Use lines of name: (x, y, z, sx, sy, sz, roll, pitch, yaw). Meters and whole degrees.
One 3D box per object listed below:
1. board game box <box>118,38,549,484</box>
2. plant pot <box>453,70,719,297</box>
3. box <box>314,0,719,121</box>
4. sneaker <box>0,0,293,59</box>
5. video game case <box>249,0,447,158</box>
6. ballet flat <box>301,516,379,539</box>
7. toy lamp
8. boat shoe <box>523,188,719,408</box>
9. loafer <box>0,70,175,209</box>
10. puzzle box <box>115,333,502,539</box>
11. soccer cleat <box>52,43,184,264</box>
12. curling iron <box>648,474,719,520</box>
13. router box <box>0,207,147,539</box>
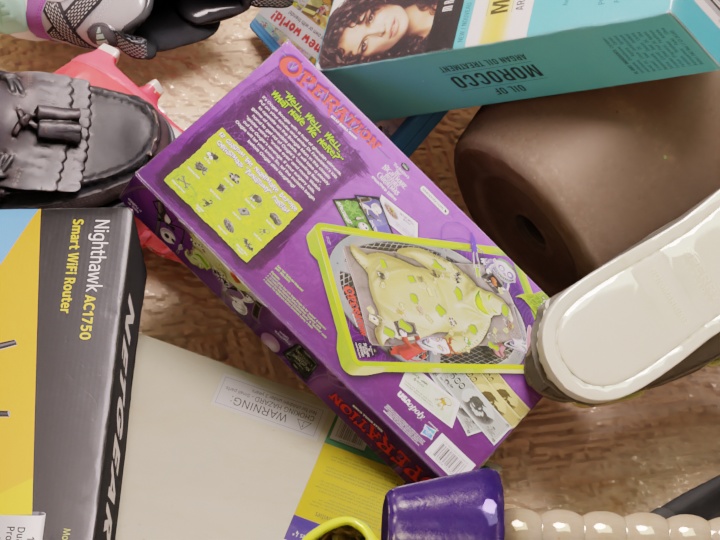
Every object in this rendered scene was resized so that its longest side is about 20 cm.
board game box: (0.000, 0.000, 1.185, 0.200, 0.032, 0.120, 45, 56, 2)
plant pot: (0.145, -0.066, 1.259, 0.174, 0.201, 0.200, -39, 65, -17)
box: (0.077, -0.126, 1.201, 0.199, 0.049, 0.083, -6, 59, 38)
sneaker: (-0.090, -0.170, 1.341, 0.139, 0.078, 0.200, 19, 51, 18)
video game case: (0.043, -0.160, 1.302, 0.018, 0.200, 0.143, 33, 11, -45)
ballet flat: (-0.049, 0.176, 1.043, 0.067, 0.067, 0.200, 30, 60, 12)
toy lamp: (0.108, 0.115, 1.120, 0.198, 0.058, 0.059, 3, 49, -3)
boat shoe: (0.162, 0.002, 1.177, 0.201, 0.060, 0.072, -26, 85, -15)
loafer: (-0.187, -0.059, 1.208, 0.198, 0.063, 0.072, -1, 66, 8)
puzzle box: (-0.048, 0.108, 1.153, 0.199, 0.026, 0.134, 20, 48, 4)
soccer cleat: (-0.082, -0.027, 1.246, 0.200, 0.067, 0.077, 39, 76, 17)
curling iron: (0.136, 0.129, 1.179, 0.200, 0.026, 0.050, -35, 85, -40)
router box: (-0.174, 0.066, 1.111, 0.148, 0.051, 0.201, -1, 53, 5)
